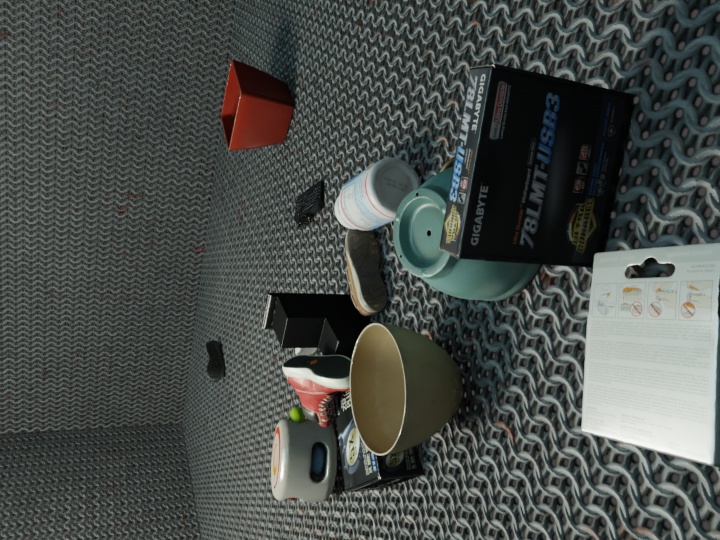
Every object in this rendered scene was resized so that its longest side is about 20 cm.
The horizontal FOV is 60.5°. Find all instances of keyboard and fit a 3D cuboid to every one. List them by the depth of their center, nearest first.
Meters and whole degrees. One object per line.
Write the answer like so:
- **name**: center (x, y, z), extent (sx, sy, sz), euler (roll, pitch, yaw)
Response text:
- **keyboard**: center (-0.150, -0.172, 1.654), extent (0.200, 0.040, 0.104), euler (161, 110, -65)

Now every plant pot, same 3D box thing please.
- **plant pot**: center (0.131, -0.052, 0.845), extent (0.200, 0.134, 0.201), euler (9, 101, 53)
- **plant pot**: center (0.082, 0.184, 0.981), extent (0.200, 0.134, 0.201), euler (-178, 90, -66)
- **plant pot**: center (-0.311, -0.492, 1.878), extent (0.200, 0.176, 0.200), euler (-112, 34, -41)

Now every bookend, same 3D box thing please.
- **bookend**: center (-0.080, 0.135, 1.272), extent (0.200, 0.198, 0.092), euler (-127, 45, -53)

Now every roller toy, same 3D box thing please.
- **roller toy**: center (-0.126, 0.436, 1.418), extent (0.183, 0.139, 0.200), euler (-105, 26, -57)

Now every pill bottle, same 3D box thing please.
- **pill bottle**: center (0.025, -0.137, 1.174), extent (0.200, 0.109, 0.109), euler (164, 107, -65)

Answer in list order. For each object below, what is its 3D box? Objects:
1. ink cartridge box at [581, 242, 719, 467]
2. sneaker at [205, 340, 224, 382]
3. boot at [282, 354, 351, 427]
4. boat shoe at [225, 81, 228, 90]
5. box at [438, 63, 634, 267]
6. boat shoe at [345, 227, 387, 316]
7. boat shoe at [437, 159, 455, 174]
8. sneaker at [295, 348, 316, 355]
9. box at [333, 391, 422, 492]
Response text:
- **ink cartridge box**: center (0.301, 0.079, 0.623), extent (0.160, 0.047, 0.200), euler (174, 103, -66)
- **sneaker**: center (-0.613, 0.400, 2.620), extent (0.088, 0.076, 0.200), euler (96, 164, -46)
- **boot**: center (-0.056, 0.239, 1.178), extent (0.200, 0.072, 0.145), euler (-3, 112, 48)
- **boat shoe**: center (-0.505, -0.727, 2.467), extent (0.070, 0.070, 0.200), euler (129, 139, -54)
- **box**: center (0.195, -0.107, 0.679), extent (0.050, 0.198, 0.200), euler (28, 113, 62)
- **boat shoe**: center (0.000, 0.000, 1.262), extent (0.072, 0.076, 0.200), euler (129, 139, -56)
- **boat shoe**: center (0.123, -0.092, 1.003), extent (0.072, 0.072, 0.200), euler (-124, 38, -54)
- **sneaker**: center (-0.128, 0.134, 1.532), extent (0.200, 0.074, 0.116), euler (138, 127, -59)
- **box**: center (0.026, 0.298, 1.157), extent (0.164, 0.086, 0.200), euler (132, 135, -56)
